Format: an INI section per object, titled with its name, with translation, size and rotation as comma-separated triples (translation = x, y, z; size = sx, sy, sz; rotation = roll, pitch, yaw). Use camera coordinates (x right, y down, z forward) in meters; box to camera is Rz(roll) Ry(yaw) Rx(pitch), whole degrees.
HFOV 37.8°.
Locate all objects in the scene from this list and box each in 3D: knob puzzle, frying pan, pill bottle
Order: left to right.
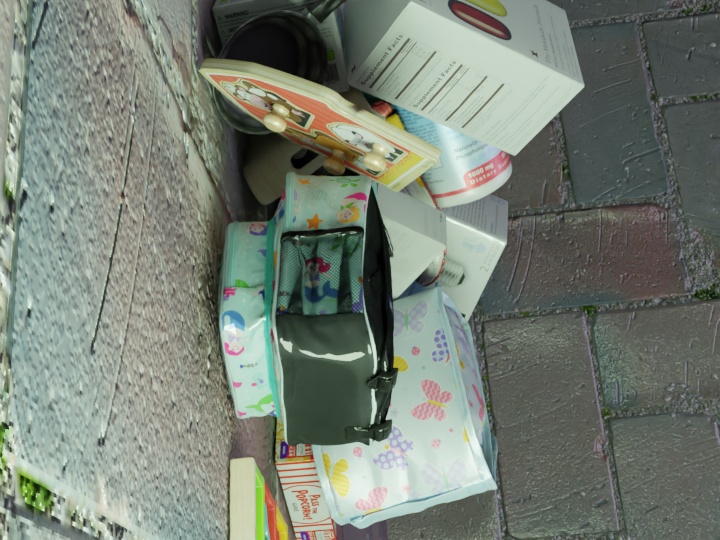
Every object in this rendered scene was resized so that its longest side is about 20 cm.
[frying pan]
translation = -0.066, -0.208, 0.914
size = 0.031, 0.114, 0.192
rotation = 44, -62, 43
[knob puzzle]
translation = -0.044, -0.115, 0.860
size = 0.220, 0.217, 0.031
rotation = 65, 50, -81
[pill bottle]
translation = 0.086, -0.179, 1.141
size = 0.109, 0.108, 0.202
rotation = -88, 157, -68

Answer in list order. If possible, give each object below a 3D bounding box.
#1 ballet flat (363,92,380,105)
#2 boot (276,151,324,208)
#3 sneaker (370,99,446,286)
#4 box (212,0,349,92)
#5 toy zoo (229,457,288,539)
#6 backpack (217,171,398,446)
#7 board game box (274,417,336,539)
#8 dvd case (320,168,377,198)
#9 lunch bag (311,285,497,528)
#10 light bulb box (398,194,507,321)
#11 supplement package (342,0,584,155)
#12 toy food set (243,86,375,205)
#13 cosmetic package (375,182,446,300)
[ballet flat]
translation = -0.010, -0.123, 1.184
size = 0.072, 0.067, 0.203
rotation = 173, -73, -72
[boot]
translation = -0.069, -0.117, 1.268
size = 0.162, 0.072, 0.201
rotation = 8, 80, -87
[sneaker]
translation = 0.030, -0.075, 1.129
size = 0.202, 0.081, 0.078
rotation = 66, -12, -3
[box]
translation = -0.072, -0.247, 1.043
size = 0.201, 0.111, 0.102
rotation = -88, 167, -61
[toy zoo]
translation = -0.079, 0.253, 0.868
size = 0.201, 0.020, 0.133
rotation = 80, 5, -59
[backpack]
translation = -0.038, 0.023, 0.850
size = 0.179, 0.148, 0.202
rotation = 89, 6, -52
[board game box]
translation = -0.058, 0.171, 1.151
size = 0.202, 0.046, 0.153
rotation = -93, 176, -45
[dvd case]
translation = -0.041, -0.037, 1.059
size = 0.201, 0.022, 0.147
rotation = -55, -157, 35
[lunch bag]
translation = 0.039, 0.143, 1.041
size = 0.127, 0.168, 0.202
rotation = 51, 23, -52
[light bulb box]
translation = 0.057, -0.019, 1.319
size = 0.125, 0.198, 0.200
rotation = -73, -175, -63
[supplement package]
translation = 0.095, -0.213, 0.996
size = 0.110, 0.198, 0.115
rotation = -45, -143, 41
[toy food set]
translation = -0.042, -0.152, 1.080
size = 0.061, 0.143, 0.201
rotation = 49, 18, -23
[cosmetic package]
translation = 0.000, 0.000, 1.062
size = 0.200, 0.082, 0.051
rotation = -47, -151, 42
